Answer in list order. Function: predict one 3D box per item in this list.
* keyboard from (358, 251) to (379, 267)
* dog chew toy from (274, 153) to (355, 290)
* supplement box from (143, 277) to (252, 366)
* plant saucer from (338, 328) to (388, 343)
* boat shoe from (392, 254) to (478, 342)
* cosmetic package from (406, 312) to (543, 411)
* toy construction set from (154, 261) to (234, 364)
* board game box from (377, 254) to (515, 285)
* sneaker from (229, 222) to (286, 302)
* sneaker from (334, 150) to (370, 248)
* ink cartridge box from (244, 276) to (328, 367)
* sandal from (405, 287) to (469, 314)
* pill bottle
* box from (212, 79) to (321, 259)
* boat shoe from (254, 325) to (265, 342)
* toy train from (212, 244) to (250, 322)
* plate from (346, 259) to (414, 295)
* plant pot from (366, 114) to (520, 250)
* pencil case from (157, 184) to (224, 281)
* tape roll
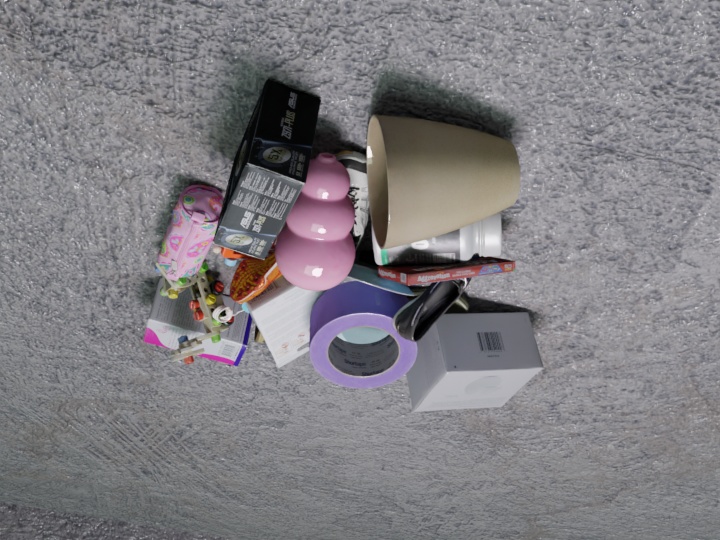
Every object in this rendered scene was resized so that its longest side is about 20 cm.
[{"bbox_3d":[0.090,-0.002,1.417,0.197,0.040,0.105,1,145,8],"label":"keyboard"},{"bbox_3d":[-0.063,-0.074,1.185,0.123,0.125,0.203,8,113,-1],"label":"dog chew toy"},{"bbox_3d":[-0.324,0.105,1.592,0.197,0.105,0.101,16,145,-14],"label":"supplement box"},{"bbox_3d":[0.010,0.139,1.604,0.198,0.039,0.203,17,140,15],"label":"plant saucer"},{"bbox_3d":[0.141,0.044,1.355,0.200,0.057,0.067,-46,128,-4],"label":"boat shoe"},{"bbox_3d":[0.211,0.178,1.534,0.196,0.124,0.201,0,149,-17],"label":"cosmetic package"},{"bbox_3d":[-0.314,0.071,1.487,0.091,0.203,0.130,-9,180,40],"label":"toy construction set"},{"bbox_3d":[0.137,-0.003,1.266,0.197,0.020,0.103,-7,-169,-26],"label":"board game box"},{"bbox_3d":[-0.145,-0.010,1.363,0.200,0.073,0.077,-41,145,15],"label":"sneaker"},{"bbox_3d":[-0.014,-0.099,1.259,0.074,0.089,0.201,6,143,5],"label":"sneaker"},{"bbox_3d":[-0.118,0.079,1.486,0.159,0.047,0.201,-30,144,-12],"label":"ink cartridge box"},{"bbox_3d":[0.106,0.071,1.499,0.198,0.058,0.080,6,145,2],"label":"sandal"},{"bbox_3d":[0.120,-0.068,1.251,0.197,0.114,0.114,-2,144,6],"label":"pill bottle"},{"bbox_3d":[-0.138,-0.143,1.154,0.085,0.166,0.200,17,145,-15],"label":"box"},{"bbox_3d":[-0.160,0.089,1.572,0.067,0.073,0.200,11,151,-15],"label":"boat shoe"},{"bbox_3d":[-0.206,-0.001,1.427,0.148,0.056,0.202,-2,130,-25],"label":"toy train"},{"bbox_3d":[0.000,0.000,1.344,0.197,0.026,0.200,17,-177,-1],"label":"plate"},{"bbox_3d":[0.119,-0.132,1.130,0.197,0.189,0.188,-5,146,-7],"label":"plant pot"},{"bbox_3d":[-0.293,-0.062,1.367,0.086,0.088,0.200,19,142,-17],"label":"pencil case"},{"bbox_3d":[0.005,0.119,1.451,0.197,0.086,0.202,-1,133,-1],"label":"tape roll"}]
